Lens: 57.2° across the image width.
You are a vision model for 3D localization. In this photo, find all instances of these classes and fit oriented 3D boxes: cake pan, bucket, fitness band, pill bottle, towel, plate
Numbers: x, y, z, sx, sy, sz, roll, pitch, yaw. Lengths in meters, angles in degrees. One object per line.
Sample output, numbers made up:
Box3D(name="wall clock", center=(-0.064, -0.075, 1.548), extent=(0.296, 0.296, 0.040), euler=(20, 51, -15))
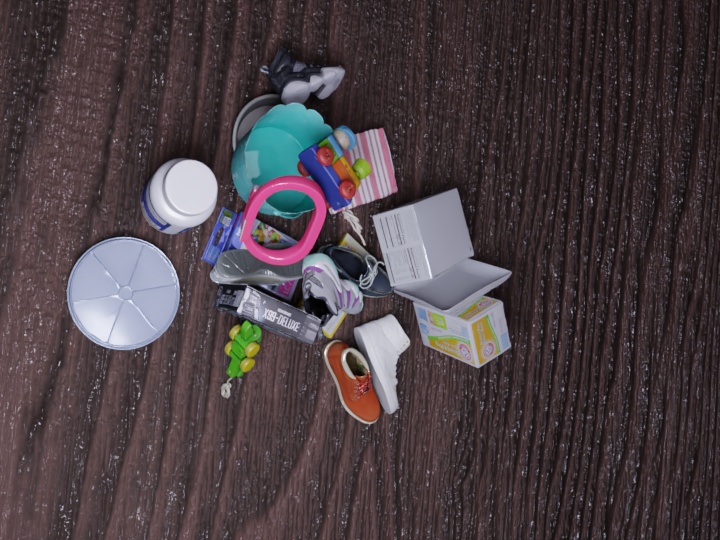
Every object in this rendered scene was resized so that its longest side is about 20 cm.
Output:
Box3D(name="cake pan", center=(-0.172, -0.256, 1.357), extent=(0.196, 0.037, 0.206), euler=(1, 87, -28))
Box3D(name="bucket", center=(-0.147, -0.202, 1.270), extent=(0.202, 0.134, 0.213), euler=(1, 88, -27))
Box3D(name="fitness band", center=(-0.140, -0.089, 1.192), extent=(0.140, 0.202, 0.038), euler=(10, 43, -22))
Box3D(name="pill bottle", center=(-0.322, -0.134, 1.183), extent=(0.117, 0.199, 0.123), euler=(1, 87, -27))
Box3D(name="towel", center=(-0.009, -0.217, 1.428), extent=(0.197, 0.030, 0.150), euler=(-22, 103, -34))
Box3D(name="plate", center=(0.200, 0.034, 1.453), extent=(0.197, 0.198, 0.033), euler=(-26, 115, -25))

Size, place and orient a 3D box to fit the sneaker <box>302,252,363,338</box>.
Box3D(name="sneaker", center=(-0.061, 0.075, 1.304), extent=(0.200, 0.076, 0.143), euler=(45, 41, -45))

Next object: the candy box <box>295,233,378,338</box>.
Box3D(name="candy box", center=(-0.049, 0.032, 1.413), extent=(0.102, 0.026, 0.202), euler=(40, 71, -19))

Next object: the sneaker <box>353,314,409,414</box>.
Box3D(name="sneaker", center=(0.070, 0.200, 1.442), extent=(0.113, 0.073, 0.205), euler=(-21, 96, -23))

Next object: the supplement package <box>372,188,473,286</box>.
Box3D(name="supplement package", center=(0.140, -0.075, 1.430), extent=(0.198, 0.109, 0.160), euler=(-24, 100, -52))

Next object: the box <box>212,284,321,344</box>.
Box3D(name="box", center=(-0.181, 0.081, 1.246), extent=(0.155, 0.199, 0.051), euler=(26, 79, -22))

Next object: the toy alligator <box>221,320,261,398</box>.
Box3D(name="toy alligator", center=(-0.224, 0.164, 1.261), extent=(0.059, 0.203, 0.054), euler=(40, 39, 22))

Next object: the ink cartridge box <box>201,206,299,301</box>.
Box3D(name="ink cartridge box", center=(-0.208, -0.033, 1.329), extent=(0.197, 0.042, 0.122), euler=(27, 75, -22))

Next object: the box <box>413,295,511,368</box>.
Box3D(name="box", center=(0.219, 0.117, 1.442), extent=(0.100, 0.199, 0.115), euler=(-26, 111, -25))

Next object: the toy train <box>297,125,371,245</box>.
Box3D(name="toy train", center=(-0.018, -0.160, 1.222), extent=(0.116, 0.084, 0.202), euler=(-46, 109, -34))

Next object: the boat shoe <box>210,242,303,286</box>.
Box3D(name="boat shoe", center=(-0.192, -0.005, 1.286), extent=(0.198, 0.065, 0.076), euler=(-6, 73, -34))

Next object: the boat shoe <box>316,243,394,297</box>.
Box3D(name="boat shoe", center=(0.000, 0.000, 1.392), extent=(0.198, 0.061, 0.076), euler=(33, 70, -26))

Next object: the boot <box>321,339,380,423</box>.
Box3D(name="boot", center=(-0.005, 0.241, 1.384), extent=(0.075, 0.107, 0.203), euler=(-36, 105, -25))

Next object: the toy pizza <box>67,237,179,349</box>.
Box3D(name="toy pizza", center=(-0.432, 0.042, 1.213), extent=(0.195, 0.032, 0.206), euler=(1, 87, -26))

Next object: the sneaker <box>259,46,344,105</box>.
Box3D(name="sneaker", center=(-0.119, -0.413, 1.368), extent=(0.114, 0.076, 0.199), euler=(46, 44, 8))
